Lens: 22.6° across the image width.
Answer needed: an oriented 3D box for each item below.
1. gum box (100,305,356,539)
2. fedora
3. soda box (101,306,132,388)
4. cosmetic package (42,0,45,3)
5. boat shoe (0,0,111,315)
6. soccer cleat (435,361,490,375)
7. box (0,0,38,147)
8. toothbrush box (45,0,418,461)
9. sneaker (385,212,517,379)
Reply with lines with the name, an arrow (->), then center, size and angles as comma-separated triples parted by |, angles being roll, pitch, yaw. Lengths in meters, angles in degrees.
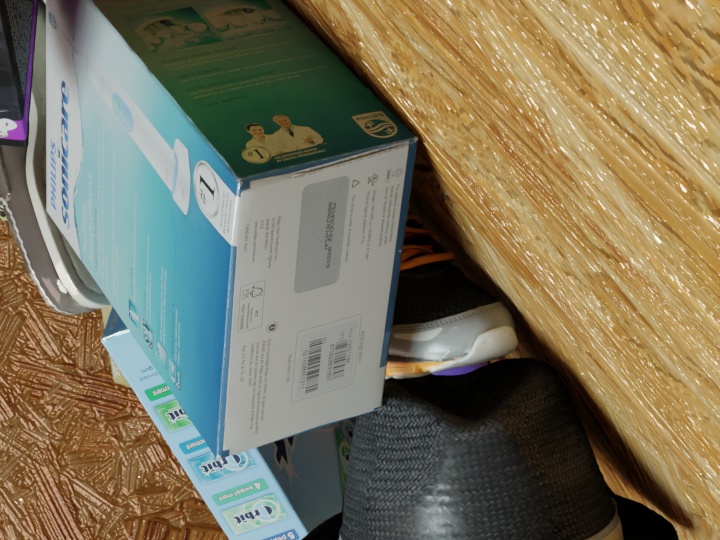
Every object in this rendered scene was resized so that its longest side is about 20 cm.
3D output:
gum box -> -0.057, 0.061, 0.955 | 0.200, 0.044, 0.170 | 60, -162, -26
fedora -> 0.049, 0.092, 0.817 | 0.201, 0.200, 0.092 | -149, 51, -80
soda box -> -0.118, -0.032, 1.035 | 0.068, 0.064, 0.201 | 11, 112, 58
cosmetic package -> -0.160, -0.199, 0.942 | 0.200, 0.082, 0.051 | 51, 177, 11
boat shoe -> -0.172, -0.061, 0.943 | 0.072, 0.059, 0.201 | 15, -129, -56
soccer cleat -> 0.000, 0.000, 0.985 | 0.200, 0.068, 0.073 | 55, 180, 13
box -> -0.148, -0.151, 0.708 | 0.200, 0.036, 0.144 | 112, 160, -71
toothbrush box -> -0.066, -0.041, 0.796 | 0.200, 0.085, 0.147 | 47, 142, 42
sneaker -> 0.003, -0.006, 0.867 | 0.200, 0.078, 0.078 | 28, 122, 50
